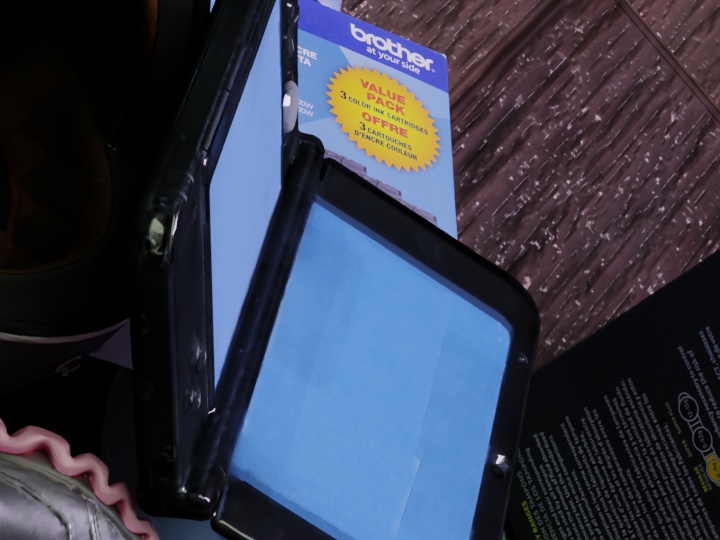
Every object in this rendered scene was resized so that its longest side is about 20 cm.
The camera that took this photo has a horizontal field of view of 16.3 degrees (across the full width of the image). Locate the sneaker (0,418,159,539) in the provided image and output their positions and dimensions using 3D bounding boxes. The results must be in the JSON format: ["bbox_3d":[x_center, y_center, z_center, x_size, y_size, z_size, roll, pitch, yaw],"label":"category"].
[{"bbox_3d":[-0.151,0.079,0.786,0.200,0.079,0.095,35,49,-22],"label":"sneaker"}]

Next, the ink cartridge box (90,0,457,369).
[{"bbox_3d":[-0.036,-0.042,1.016,0.136,0.076,0.200,20,42,-23],"label":"ink cartridge box"}]

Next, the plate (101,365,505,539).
[{"bbox_3d":[-0.012,0.090,1.005,0.200,0.026,0.200,22,50,-29],"label":"plate"}]

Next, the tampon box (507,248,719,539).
[{"bbox_3d":[0.176,0.067,1.055,0.150,0.200,0.126,-9,70,-43],"label":"tampon box"}]

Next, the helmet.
[{"bbox_3d":[-0.153,-0.056,0.855,0.200,0.191,0.200,10,23,-4],"label":"helmet"}]

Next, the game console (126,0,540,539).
[{"bbox_3d":[0.000,0.000,0.854,0.116,0.176,0.200,7,39,6],"label":"game console"}]
